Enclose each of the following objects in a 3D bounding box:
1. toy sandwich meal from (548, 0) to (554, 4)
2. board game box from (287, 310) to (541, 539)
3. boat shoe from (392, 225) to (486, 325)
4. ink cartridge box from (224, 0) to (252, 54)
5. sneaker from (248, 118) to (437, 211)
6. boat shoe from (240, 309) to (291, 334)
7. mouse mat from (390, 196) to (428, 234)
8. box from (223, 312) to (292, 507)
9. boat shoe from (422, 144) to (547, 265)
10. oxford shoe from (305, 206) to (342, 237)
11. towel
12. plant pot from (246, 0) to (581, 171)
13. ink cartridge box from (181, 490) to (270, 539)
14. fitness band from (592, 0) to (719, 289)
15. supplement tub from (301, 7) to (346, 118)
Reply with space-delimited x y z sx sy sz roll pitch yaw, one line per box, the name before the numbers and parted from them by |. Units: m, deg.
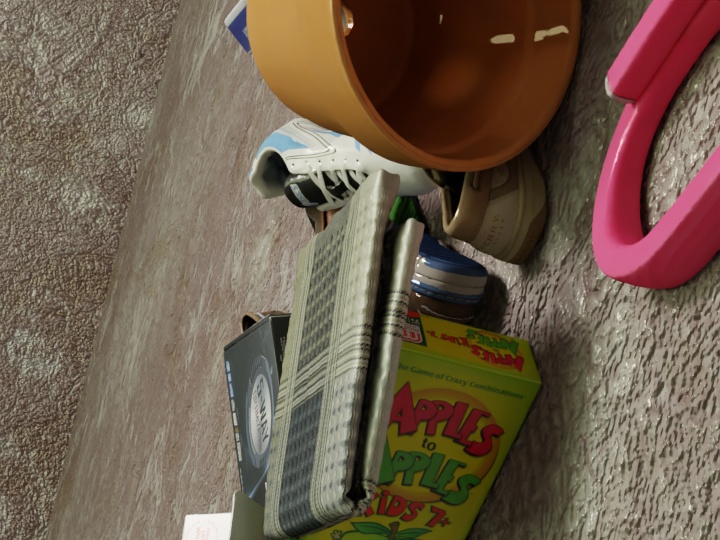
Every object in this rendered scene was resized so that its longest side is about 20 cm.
toy sandwich meal | 0.110 -0.253 1.080 0.205 0.070 0.207 -165 90 -75
board game box | 0.025 0.125 0.980 0.048 0.101 0.201 -101 29 -58
boat shoe | 0.026 0.011 1.113 0.200 0.072 0.073 -140 64 -73
ink cartridge box | 0.000 -0.255 1.200 0.200 0.041 0.199 -41 6 -16
sneaker | -0.010 -0.073 1.172 0.199 0.072 0.073 7 54 54
boat shoe | -0.077 0.101 1.422 0.200 0.072 0.073 -109 37 -63
mouse mat | 0.009 0.024 1.311 0.161 0.007 0.201 -104 33 -61
box | -0.059 0.145 1.261 0.160 0.043 0.202 148 115 -69
boat shoe | 0.076 -0.083 1.058 0.201 0.064 0.072 -99 28 -55
oxford shoe | 0.000 0.000 1.240 0.071 0.071 0.202 65 -163 -68
towel | -0.013 0.056 0.942 0.193 0.034 0.202 138 141 -68
plant pot | 0.022 -0.162 0.996 0.140 0.199 0.202 4 79 53
ink cartridge box | -0.072 0.236 1.068 0.200 0.067 0.116 50 -141 -52
fitness band | 0.166 -0.080 0.786 0.201 0.037 0.144 119 159 -46
supplement tub | 0.013 -0.167 1.253 0.200 0.122 0.124 166 117 -72
